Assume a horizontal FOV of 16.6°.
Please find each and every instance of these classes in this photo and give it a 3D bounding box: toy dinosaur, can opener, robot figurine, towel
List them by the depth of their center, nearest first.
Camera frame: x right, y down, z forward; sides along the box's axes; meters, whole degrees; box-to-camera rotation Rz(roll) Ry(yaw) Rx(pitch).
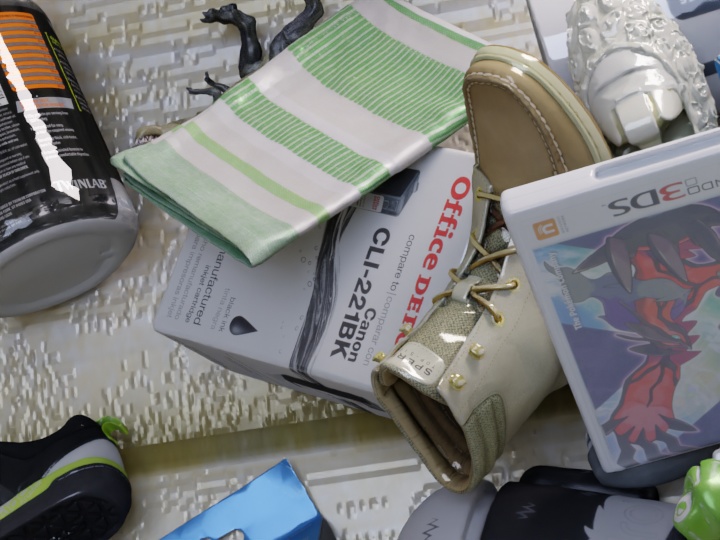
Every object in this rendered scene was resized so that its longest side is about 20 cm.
[{"bbox_3d":[0.113,0.180,1.330,0.200,0.150,0.125,6,98,16],"label":"robot figurine"},{"bbox_3d":[0.217,0.068,1.356,0.200,0.053,0.067,-24,49,0],"label":"can opener"},{"bbox_3d":[-0.024,-0.085,1.377,0.200,0.023,0.152,-34,38,-21],"label":"towel"},{"bbox_3d":[-0.049,-0.128,1.495,0.200,0.047,0.088,-20,86,9],"label":"toy dinosaur"}]

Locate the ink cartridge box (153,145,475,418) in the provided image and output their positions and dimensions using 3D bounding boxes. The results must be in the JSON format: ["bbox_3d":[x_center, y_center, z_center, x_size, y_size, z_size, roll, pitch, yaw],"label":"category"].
[{"bbox_3d":[0.000,0.000,1.396,0.200,0.084,0.145,14,79,38],"label":"ink cartridge box"}]

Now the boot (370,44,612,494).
[{"bbox_3d":[0.065,0.001,1.268,0.072,0.200,0.155,17,48,43],"label":"boot"}]

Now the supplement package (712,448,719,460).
[{"bbox_3d":[0.294,0.157,1.244,0.147,0.200,0.192,-28,71,7],"label":"supplement package"}]

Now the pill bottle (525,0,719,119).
[{"bbox_3d":[0.199,-0.146,1.382,0.200,0.120,0.120,-17,72,4],"label":"pill bottle"}]

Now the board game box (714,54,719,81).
[{"bbox_3d":[0.294,-0.075,1.281,0.200,0.196,0.056,-32,43,-11],"label":"board game box"}]

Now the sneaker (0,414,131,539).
[{"bbox_3d":[-0.223,0.148,1.470,0.200,0.072,0.083,-24,47,7],"label":"sneaker"}]

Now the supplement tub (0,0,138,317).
[{"bbox_3d":[-0.223,-0.083,1.488,0.122,0.123,0.200,-28,70,7],"label":"supplement tub"}]

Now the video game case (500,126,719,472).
[{"bbox_3d":[0.184,0.011,1.242,0.182,0.200,0.023,-16,42,10],"label":"video game case"}]

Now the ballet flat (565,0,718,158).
[{"bbox_3d":[0.161,-0.057,1.303,0.072,0.072,0.200,-21,91,9],"label":"ballet flat"}]

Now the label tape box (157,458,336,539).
[{"bbox_3d":[-0.061,0.222,1.396,0.143,0.066,0.200,-32,72,5],"label":"label tape box"}]

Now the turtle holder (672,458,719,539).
[{"bbox_3d":[0.206,0.155,1.090,0.132,0.141,0.186,-45,78,19],"label":"turtle holder"}]
